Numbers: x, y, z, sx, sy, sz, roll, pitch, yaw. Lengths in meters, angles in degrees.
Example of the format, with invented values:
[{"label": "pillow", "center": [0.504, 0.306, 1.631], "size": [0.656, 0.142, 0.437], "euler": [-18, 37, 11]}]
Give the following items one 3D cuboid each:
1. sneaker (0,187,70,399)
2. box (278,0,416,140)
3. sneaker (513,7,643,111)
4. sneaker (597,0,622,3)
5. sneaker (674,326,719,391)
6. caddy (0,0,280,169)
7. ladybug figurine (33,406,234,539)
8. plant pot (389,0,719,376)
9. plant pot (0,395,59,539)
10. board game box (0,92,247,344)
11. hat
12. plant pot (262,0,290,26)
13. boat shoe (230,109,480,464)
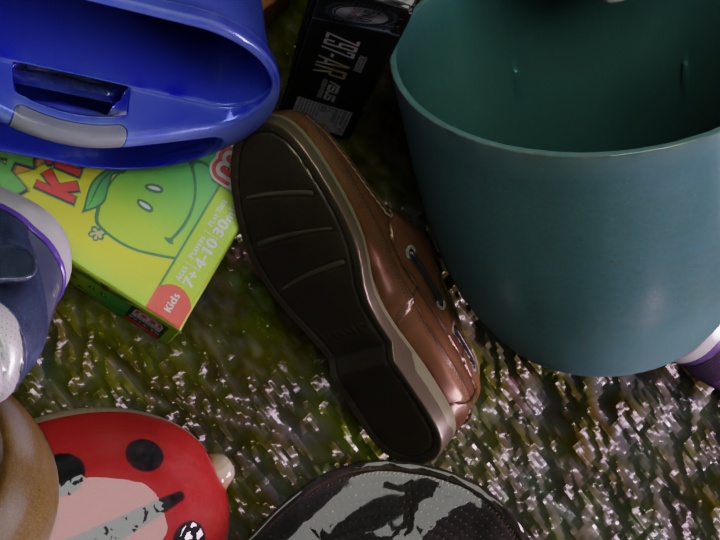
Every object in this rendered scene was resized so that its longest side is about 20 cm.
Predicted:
[{"label": "sneaker", "center": [-0.237, 0.001, 0.743], "size": [0.198, 0.081, 0.147], "euler": [21, 33, -1]}, {"label": "box", "center": [0.007, -0.171, 0.830], "size": [0.043, 0.200, 0.162], "euler": [16, 75, -5]}, {"label": "sneaker", "center": [0.124, -0.204, 0.935], "size": [0.114, 0.074, 0.202], "euler": [22, 77, -13]}, {"label": "sneaker", "center": [0.130, -0.222, 0.864], "size": [0.199, 0.081, 0.146], "euler": [-37, 51, -24]}, {"label": "sneaker", "center": [0.235, -0.022, 0.945], "size": [0.087, 0.076, 0.202], "euler": [32, 77, -23]}, {"label": "caddy", "center": [-0.132, -0.104, 0.749], "size": [0.198, 0.141, 0.106], "euler": [9, 62, -29]}, {"label": "ladybug figurine", "center": [-0.147, 0.138, 0.798], "size": [0.199, 0.072, 0.137], "euler": [-31, 89, -19]}, {"label": "plant pot", "center": [0.120, -0.046, 0.840], "size": [0.199, 0.201, 0.162], "euler": [-22, 128, -18]}, {"label": "plant pot", "center": [-0.234, 0.096, 0.739], "size": [0.197, 0.028, 0.201], "euler": [2, 39, -2]}, {"label": "board game box", "center": [-0.154, -0.061, 0.846], "size": [0.199, 0.048, 0.102], "euler": [33, 73, -8]}, {"label": "hat", "center": [0.014, 0.194, 0.815], "size": [0.198, 0.081, 0.204], "euler": [0, 88, -13]}, {"label": "plant pot", "center": [-0.100, -0.220, 0.843], "size": [0.197, 0.140, 0.203], "euler": [3, 80, -14]}, {"label": "boat shoe", "center": [0.000, 0.000, 0.854], "size": [0.068, 0.071, 0.202], "euler": [-46, 119, -42]}]
